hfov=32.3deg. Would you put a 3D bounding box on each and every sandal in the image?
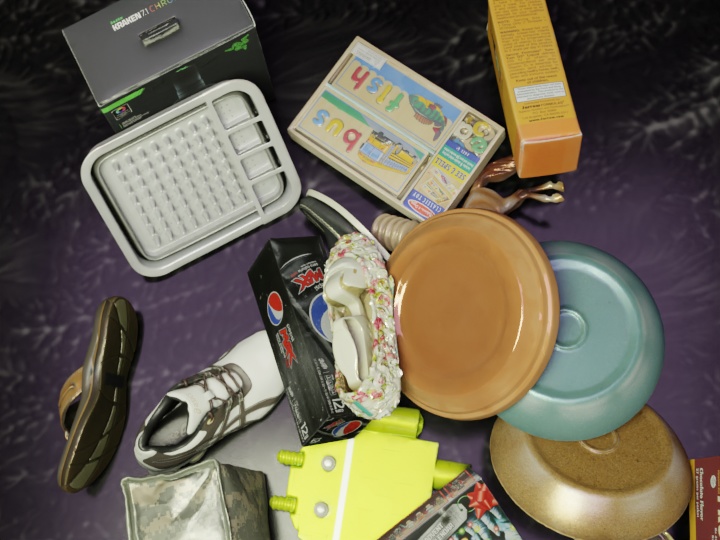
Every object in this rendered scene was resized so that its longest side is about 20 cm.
[{"bbox_3d":[-0.276,0.123,1.261,0.054,0.082,0.203,4,79,20],"label":"sandal"}]

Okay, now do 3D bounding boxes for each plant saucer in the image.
[{"bbox_3d":[0.224,0.170,1.194,0.197,0.036,0.201,4,41,-3],"label":"plant saucer"},{"bbox_3d":[0.091,0.039,1.175,0.198,0.037,0.203,-5,82,34],"label":"plant saucer"},{"bbox_3d":[0.195,0.060,1.189,0.197,0.036,0.203,-1,70,2],"label":"plant saucer"}]

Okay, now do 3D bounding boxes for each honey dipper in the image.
[{"bbox_3d":[0.090,-0.022,1.240,0.199,0.038,0.038,17,76,44],"label":"honey dipper"}]

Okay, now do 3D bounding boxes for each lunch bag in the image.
[{"bbox_3d":[-0.142,0.290,1.169,0.116,0.164,0.203,-14,76,8],"label":"lunch bag"}]

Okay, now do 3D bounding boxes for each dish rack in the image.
[{"bbox_3d":[-0.174,-0.100,1.279,0.198,0.173,0.044,-28,40,-5],"label":"dish rack"}]

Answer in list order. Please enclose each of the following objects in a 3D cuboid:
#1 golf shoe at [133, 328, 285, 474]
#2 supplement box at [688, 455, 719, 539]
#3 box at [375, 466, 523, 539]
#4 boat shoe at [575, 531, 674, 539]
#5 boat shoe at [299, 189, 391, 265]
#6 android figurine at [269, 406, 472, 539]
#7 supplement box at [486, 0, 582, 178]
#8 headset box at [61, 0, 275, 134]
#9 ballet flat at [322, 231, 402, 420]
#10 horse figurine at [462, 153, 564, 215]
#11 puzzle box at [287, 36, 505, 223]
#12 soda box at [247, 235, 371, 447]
[{"bbox_3d":[-0.143,0.130,1.245,0.200,0.095,0.078,-43,78,-9],"label":"golf shoe"},{"bbox_3d":[0.431,0.236,1.132,0.197,0.197,0.135,4,77,-9],"label":"supplement box"},{"bbox_3d":[0.068,0.306,1.199,0.199,0.040,0.138,-37,105,-6],"label":"box"},{"bbox_3d":[0.241,0.237,1.225,0.059,0.072,0.200,-19,58,-42],"label":"boat shoe"},{"bbox_3d":[0.000,0.000,1.279,0.067,0.072,0.200,-40,82,-8],"label":"boat shoe"},{"bbox_3d":[0.009,0.224,1.247,0.197,0.041,0.184,10,78,2],"label":"android figurine"},{"bbox_3d":[0.177,-0.198,1.292,0.068,0.067,0.202,-9,60,-1],"label":"supplement box"},{"bbox_3d":[-0.189,-0.212,1.266,0.173,0.200,0.093,-27,77,-5],"label":"headset box"},{"bbox_3d":[-0.004,0.043,1.177,0.075,0.064,0.202,-30,56,28],"label":"ballet flat"},{"bbox_3d":[0.147,-0.038,1.278,0.131,0.050,0.202,-6,62,12],"label":"horse figurine"},{"bbox_3d":[0.037,-0.145,1.321,0.199,0.025,0.134,34,81,16],"label":"puzzle box"},{"bbox_3d":[-0.048,0.067,1.237,0.063,0.071,0.202,-4,61,-32],"label":"soda box"}]
